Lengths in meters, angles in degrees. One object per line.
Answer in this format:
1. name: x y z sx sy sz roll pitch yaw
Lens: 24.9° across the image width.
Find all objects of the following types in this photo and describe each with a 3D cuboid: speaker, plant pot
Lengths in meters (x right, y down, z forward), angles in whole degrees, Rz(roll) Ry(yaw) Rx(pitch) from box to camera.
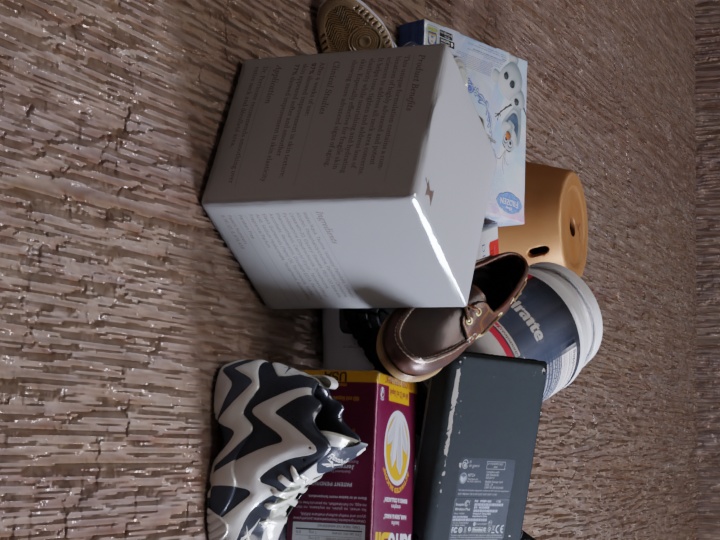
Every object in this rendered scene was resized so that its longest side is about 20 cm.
1. speaker: 0.000 0.000 1.609 0.081 0.080 0.202 1 88 -68
2. plant pot: 0.200 -0.053 2.033 0.200 0.139 0.203 -2 90 -67

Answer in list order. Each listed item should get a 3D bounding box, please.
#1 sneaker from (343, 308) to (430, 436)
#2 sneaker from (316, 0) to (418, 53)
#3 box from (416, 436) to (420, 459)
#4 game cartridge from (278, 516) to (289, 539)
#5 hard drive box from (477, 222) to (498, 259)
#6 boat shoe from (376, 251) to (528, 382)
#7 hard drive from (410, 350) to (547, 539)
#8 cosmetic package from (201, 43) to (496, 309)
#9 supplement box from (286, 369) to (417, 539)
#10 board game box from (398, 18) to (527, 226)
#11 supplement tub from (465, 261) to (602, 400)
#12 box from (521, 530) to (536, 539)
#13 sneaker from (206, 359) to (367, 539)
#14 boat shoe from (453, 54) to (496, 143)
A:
1. sneaker: 0.050 0.057 1.559 0.088 0.075 0.201 -46 124 -37
2. sneaker: 0.017 -0.222 1.687 0.200 0.070 0.109 50 20 -32
3. box: 0.127 0.215 1.919 0.201 0.078 0.142 -61 146 -51
4. game cartridge: -0.048 0.252 1.533 0.134 0.041 0.201 -64 146 -42
5. hard drive box: 0.095 0.034 1.849 0.200 0.076 0.158 -24 111 -67
6. boat shoe: 0.087 0.033 1.484 0.071 0.070 0.200 50 39 2
7. hard drive: 0.111 0.179 1.554 0.139 0.033 0.202 9 91 -43
8. cosmetic package: -0.006 -0.078 1.440 0.167 0.198 0.169 61 35 -49
9. supplement box: -0.007 0.196 1.479 0.110 0.085 0.202 23 67 -66
10. board game box: 0.118 -0.165 1.883 0.199 0.043 0.201 13 75 -47
11. supplement tub: 0.149 0.081 1.703 0.199 0.139 0.142 -27 115 -44
12. box: 0.134 0.392 1.865 0.117 0.060 0.200 -52 -175 36
13. sneaker: -0.056 0.177 1.390 0.079 0.128 0.201 24 67 -65
14. boat shoe: 0.106 -0.139 1.762 0.075 0.085 0.204 37 60 -51
